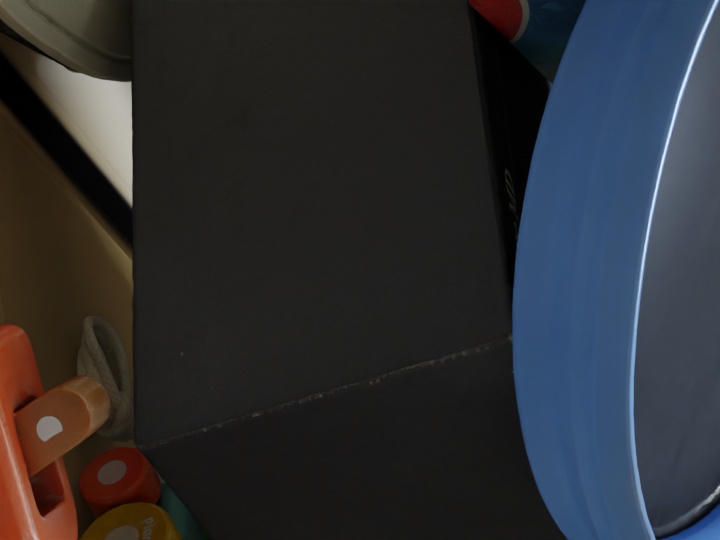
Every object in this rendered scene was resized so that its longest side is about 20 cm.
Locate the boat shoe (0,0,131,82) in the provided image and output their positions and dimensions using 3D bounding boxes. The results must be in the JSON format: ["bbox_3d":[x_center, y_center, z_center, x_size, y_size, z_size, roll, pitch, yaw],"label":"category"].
[{"bbox_3d":[-0.083,-0.097,0.781,0.200,0.060,0.074,-16,106,-66],"label":"boat shoe"}]

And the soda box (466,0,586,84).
[{"bbox_3d":[0.053,-0.105,0.658,0.200,0.068,0.064,36,38,-54],"label":"soda box"}]

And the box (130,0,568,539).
[{"bbox_3d":[0.016,0.005,0.733,0.182,0.104,0.201,59,19,-47],"label":"box"}]

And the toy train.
[{"bbox_3d":[-0.061,0.065,0.678,0.200,0.055,0.151,-13,88,-80],"label":"toy train"}]

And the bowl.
[{"bbox_3d":[0.102,-0.010,0.647,0.200,0.039,0.202,-24,119,-51],"label":"bowl"}]
